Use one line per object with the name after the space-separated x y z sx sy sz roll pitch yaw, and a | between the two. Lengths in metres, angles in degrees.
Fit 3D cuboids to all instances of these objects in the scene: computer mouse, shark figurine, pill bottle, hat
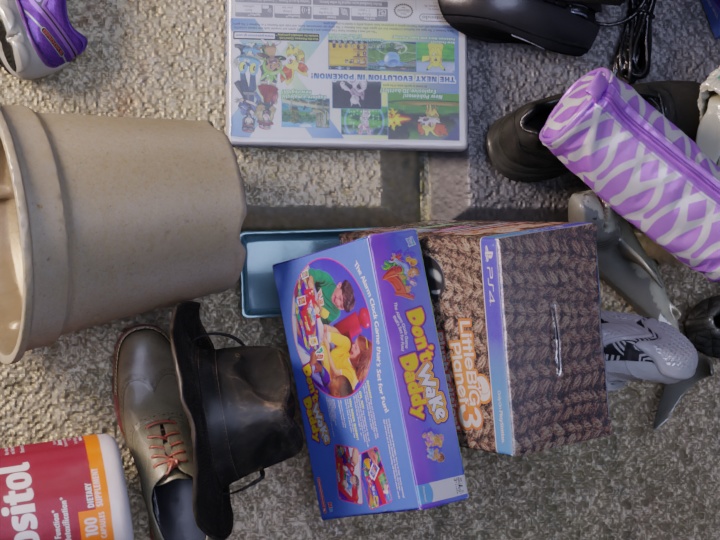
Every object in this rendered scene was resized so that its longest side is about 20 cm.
0.168 -0.243 1.624 0.200 0.046 0.141 16 83 -17 | computer mouse
0.208 0.015 1.624 0.089 0.128 0.215 -28 111 13 | shark figurine
-0.276 0.192 1.483 0.199 0.113 0.113 -8 88 -12 | pill bottle
-0.085 0.108 1.476 0.081 0.201 0.201 -7 88 3 | hat

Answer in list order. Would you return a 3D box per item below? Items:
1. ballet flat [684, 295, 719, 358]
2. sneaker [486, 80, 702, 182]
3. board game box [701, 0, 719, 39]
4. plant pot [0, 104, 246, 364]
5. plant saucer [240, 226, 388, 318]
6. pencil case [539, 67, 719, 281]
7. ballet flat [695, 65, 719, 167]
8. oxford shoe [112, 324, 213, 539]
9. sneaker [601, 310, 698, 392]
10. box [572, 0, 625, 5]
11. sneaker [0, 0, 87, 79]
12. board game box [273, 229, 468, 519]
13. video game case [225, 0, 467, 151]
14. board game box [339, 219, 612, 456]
0.369 0.049 1.650 0.199 0.057 0.067 -4 89 -12 | ballet flat
0.207 -0.118 1.611 0.200 0.091 0.076 -14 80 -13 | sneaker
0.302 -0.302 1.620 0.045 0.134 0.200 -19 91 -12 | board game box
-0.191 -0.041 1.488 0.183 0.200 0.201 -8 88 -22 | plant pot
0.000 0.000 1.599 0.199 0.019 0.070 -2 87 -11 | plant saucer
0.233 -0.073 1.530 0.200 0.085 0.084 36 75 -13 | pencil case
0.296 -0.073 1.611 0.072 0.072 0.201 -9 110 -12 | ballet flat
-0.145 0.138 1.531 0.070 0.075 0.200 -16 89 -10 | oxford shoe
0.172 0.090 1.557 0.075 0.200 0.115 -16 112 -53 | sneaker
0.123 -0.318 1.600 0.193 0.048 0.200 3 65 -10 | box
-0.272 -0.251 1.543 0.083 0.081 0.200 -23 100 -25 | sneaker
0.005 0.081 1.477 0.045 0.134 0.201 -9 86 -35 | board game box
-0.011 -0.190 1.608 0.199 0.022 0.183 1 86 -12 | video game case
0.084 0.046 1.496 0.097 0.200 0.160 -9 96 -35 | board game box
